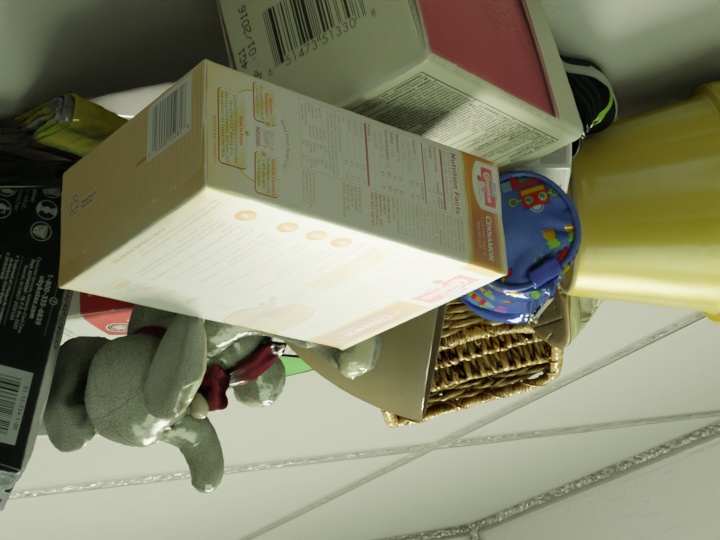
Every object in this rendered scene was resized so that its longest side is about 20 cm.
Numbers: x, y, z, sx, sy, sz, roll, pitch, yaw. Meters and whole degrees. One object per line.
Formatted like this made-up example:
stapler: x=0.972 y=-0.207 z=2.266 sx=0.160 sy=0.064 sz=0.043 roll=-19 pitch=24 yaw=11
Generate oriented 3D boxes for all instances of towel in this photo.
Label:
towel: x=-0.112 y=-0.066 z=0.825 sx=0.199 sy=0.023 sz=0.143 roll=17 pitch=172 yaw=-23

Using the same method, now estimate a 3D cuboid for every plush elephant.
plush elephant: x=-0.112 y=0.065 z=0.853 sx=0.164 sy=0.156 sz=0.200 roll=-14 pitch=130 yaw=47

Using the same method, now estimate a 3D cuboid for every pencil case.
pencil case: x=0.108 y=-0.009 z=0.926 sx=0.078 sy=0.087 sz=0.200 roll=-34 pitch=171 yaw=-3

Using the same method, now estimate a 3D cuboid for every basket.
basket: x=0.106 y=0.077 z=1.345 sx=0.198 sy=0.150 sz=0.143 roll=-14 pitch=-178 yaw=-2

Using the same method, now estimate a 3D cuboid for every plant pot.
plant pot: x=0.256 y=-0.052 z=1.084 sx=0.187 sy=0.203 sz=0.201 roll=-4 pitch=162 yaw=-1
plant pot: x=0.000 y=0.000 z=0.982 sx=0.133 sy=0.202 sz=0.200 roll=11 pitch=163 yaw=6

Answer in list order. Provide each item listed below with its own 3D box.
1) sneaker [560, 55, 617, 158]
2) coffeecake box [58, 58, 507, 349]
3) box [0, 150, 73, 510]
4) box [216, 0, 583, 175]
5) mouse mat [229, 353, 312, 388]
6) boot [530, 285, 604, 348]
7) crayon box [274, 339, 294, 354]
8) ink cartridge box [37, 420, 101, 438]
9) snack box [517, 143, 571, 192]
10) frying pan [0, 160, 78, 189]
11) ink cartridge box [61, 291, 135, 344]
sneaker: x=0.138 y=-0.112 z=0.966 sx=0.071 sy=0.083 sz=0.199 roll=-25 pitch=160 yaw=28
coffeecake box: x=-0.043 y=-0.026 z=0.730 sx=0.199 sy=0.074 sz=0.153 roll=15 pitch=152 yaw=-36
box: x=-0.257 y=0.033 z=0.831 sx=0.131 sy=0.202 sz=0.115 roll=15 pitch=154 yaw=-15
box: x=0.028 y=-0.124 z=0.798 sx=0.127 sy=0.110 sz=0.199 roll=-24 pitch=161 yaw=28
mouse mat: x=-0.133 y=0.085 z=1.106 sx=0.160 sy=0.008 sz=0.199 roll=8 pitch=162 yaw=-42
boot: x=0.226 y=-0.041 z=1.254 sx=0.154 sy=0.072 sz=0.201 roll=-34 pitch=136 yaw=-31
crayon box: x=-0.107 y=0.052 z=1.303 sx=0.198 sy=0.052 sz=0.126 roll=-9 pitch=160 yaw=-23
ink cartridge box: x=-0.243 y=0.125 z=1.168 sx=0.161 sy=0.051 sz=0.200 roll=3 pitch=174 yaw=-28
snack box: x=0.117 y=-0.057 z=0.985 sx=0.071 sy=0.025 sz=0.200 roll=1 pitch=167 yaw=6
frying pan: x=-0.259 y=-0.067 z=0.778 sx=0.190 sy=0.116 sz=0.031 roll=-33 pitch=-167 yaw=-38
ink cartridge box: x=-0.236 y=0.022 z=1.005 sx=0.198 sy=0.085 sz=0.144 roll=-9 pitch=163 yaw=10
